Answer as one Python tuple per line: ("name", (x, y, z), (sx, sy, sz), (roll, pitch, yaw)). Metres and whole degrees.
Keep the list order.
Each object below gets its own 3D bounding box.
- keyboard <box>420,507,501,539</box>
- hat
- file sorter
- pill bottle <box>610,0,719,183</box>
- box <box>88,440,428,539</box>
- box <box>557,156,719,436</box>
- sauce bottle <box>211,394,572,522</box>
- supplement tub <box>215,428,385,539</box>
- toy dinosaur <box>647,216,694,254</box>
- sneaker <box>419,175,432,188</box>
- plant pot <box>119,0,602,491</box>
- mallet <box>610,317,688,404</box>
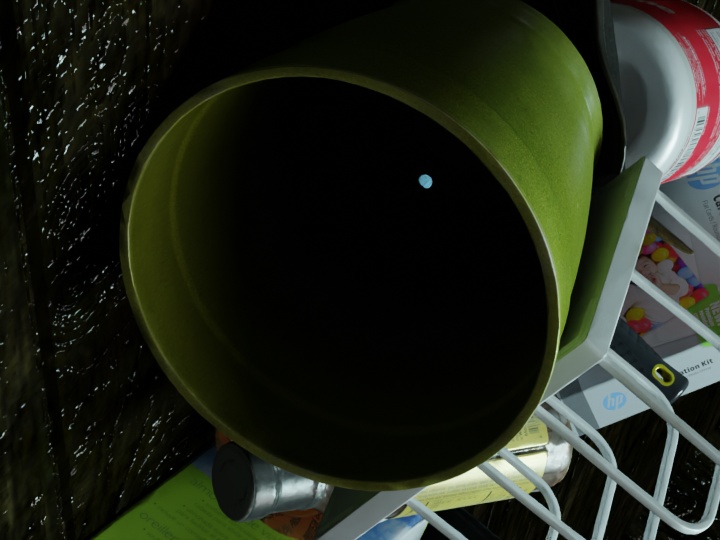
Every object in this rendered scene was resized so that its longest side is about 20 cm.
("keyboard", (-0.002, 0.171, 1.704), (0.127, 0.200, 0.021), (-52, 142, -1))
("hat", (0.082, -0.098, 1.448), (0.081, 0.201, 0.201), (-8, 161, 0))
("file sorter", (0.100, 0.074, 1.378), (0.200, 0.124, 0.139), (-40, -162, 38))
("pill bottle", (0.162, -0.104, 1.697), (0.112, 0.112, 0.200), (-56, 166, 18))
("box", (-0.054, 0.152, 1.626), (0.200, 0.122, 0.048), (-37, 156, -46))
("box", (0.158, 0.018, 1.754), (0.200, 0.156, 0.041), (-21, 133, 6))
("sauce bottle", (0.016, 0.096, 1.495), (0.200, 0.065, 0.065), (-4, 137, -36))
("supplement tub", (0.014, 0.062, 1.621), (0.200, 0.122, 0.123), (-38, 161, -45))
("toy dinosaur", (0.073, -0.037, 1.556), (0.200, 0.106, 0.060), (-14, 180, 13))
("sneaker", (0.000, 0.000, 1.480), (0.200, 0.090, 0.078), (-48, 165, -14))
("plant pot", (0.022, -0.037, 1.302), (0.201, 0.200, 0.193), (-61, 175, 34))
("mallet", (0.097, 0.007, 1.606), (0.066, 0.200, 0.041), (-40, 180, -16))
